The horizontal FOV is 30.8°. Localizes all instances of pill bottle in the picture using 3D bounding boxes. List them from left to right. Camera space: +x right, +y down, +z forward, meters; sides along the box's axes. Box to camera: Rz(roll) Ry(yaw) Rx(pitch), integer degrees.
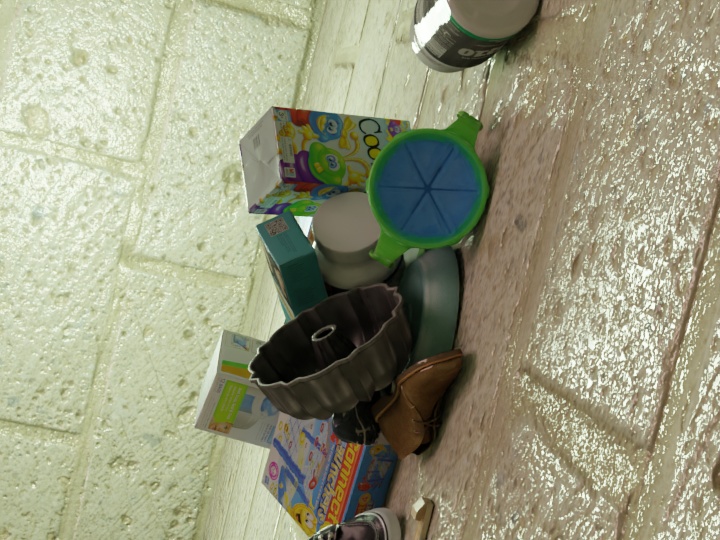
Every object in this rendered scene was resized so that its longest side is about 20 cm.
[{"bbox_3d":[0.000,0.000,1.655,0.200,0.115,0.116,78,-167,-51],"label":"pill bottle"},{"bbox_3d":[0.125,-0.298,1.508,0.200,0.113,0.114,154,127,-78],"label":"pill bottle"}]

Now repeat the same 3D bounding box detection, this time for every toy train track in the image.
[{"bbox_3d":[0.039,0.345,1.429,0.115,0.032,0.201,-139,63,-79],"label":"toy train track"}]

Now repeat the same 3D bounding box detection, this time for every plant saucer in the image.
[{"bbox_3d":[0.069,0.063,1.567,0.200,0.036,0.201,-169,90,-77],"label":"plant saucer"}]

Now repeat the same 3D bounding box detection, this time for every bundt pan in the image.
[{"bbox_3d":[-0.025,0.101,1.505,0.076,0.201,0.202,61,-177,-19],"label":"bundt pan"}]

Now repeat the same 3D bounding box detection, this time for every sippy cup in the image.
[{"bbox_3d":[0.076,-0.093,1.517,0.130,0.177,0.140,-57,-55,-88],"label":"sippy cup"}]

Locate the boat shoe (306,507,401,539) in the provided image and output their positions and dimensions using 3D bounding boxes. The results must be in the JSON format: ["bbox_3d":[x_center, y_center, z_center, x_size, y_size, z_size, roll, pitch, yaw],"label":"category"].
[{"bbox_3d":[-0.028,0.337,1.571,0.200,0.068,0.072,-33,63,48],"label":"boat shoe"}]

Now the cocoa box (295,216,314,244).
[{"bbox_3d":[-0.026,-0.067,2.006,0.200,0.133,0.132,-100,25,-66],"label":"cocoa box"}]

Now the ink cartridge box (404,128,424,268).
[{"bbox_3d":[0.079,-0.079,1.699,0.200,0.048,0.146,49,130,48],"label":"ink cartridge box"}]

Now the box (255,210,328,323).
[{"bbox_3d":[-0.074,0.027,1.625,0.200,0.049,0.082,76,166,-46],"label":"box"}]

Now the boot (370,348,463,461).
[{"bbox_3d":[0.073,0.148,1.446,0.076,0.073,0.200,69,154,22],"label":"boot"}]

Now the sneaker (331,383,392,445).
[{"bbox_3d":[-0.016,0.154,1.585,0.200,0.086,0.078,-60,-37,-67],"label":"sneaker"}]

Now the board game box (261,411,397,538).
[{"bbox_3d":[-0.039,0.241,1.697,0.196,0.056,0.201,38,118,49],"label":"board game box"}]

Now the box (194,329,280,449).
[{"bbox_3d":[-0.120,0.180,1.852,0.101,0.199,0.113,-89,20,-56],"label":"box"}]

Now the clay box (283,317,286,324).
[{"bbox_3d":[-0.032,0.038,1.892,0.048,0.115,0.200,-26,-39,-66],"label":"clay box"}]

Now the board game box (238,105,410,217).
[{"bbox_3d":[-0.038,-0.132,1.660,0.105,0.199,0.103,-37,57,54],"label":"board game box"}]
